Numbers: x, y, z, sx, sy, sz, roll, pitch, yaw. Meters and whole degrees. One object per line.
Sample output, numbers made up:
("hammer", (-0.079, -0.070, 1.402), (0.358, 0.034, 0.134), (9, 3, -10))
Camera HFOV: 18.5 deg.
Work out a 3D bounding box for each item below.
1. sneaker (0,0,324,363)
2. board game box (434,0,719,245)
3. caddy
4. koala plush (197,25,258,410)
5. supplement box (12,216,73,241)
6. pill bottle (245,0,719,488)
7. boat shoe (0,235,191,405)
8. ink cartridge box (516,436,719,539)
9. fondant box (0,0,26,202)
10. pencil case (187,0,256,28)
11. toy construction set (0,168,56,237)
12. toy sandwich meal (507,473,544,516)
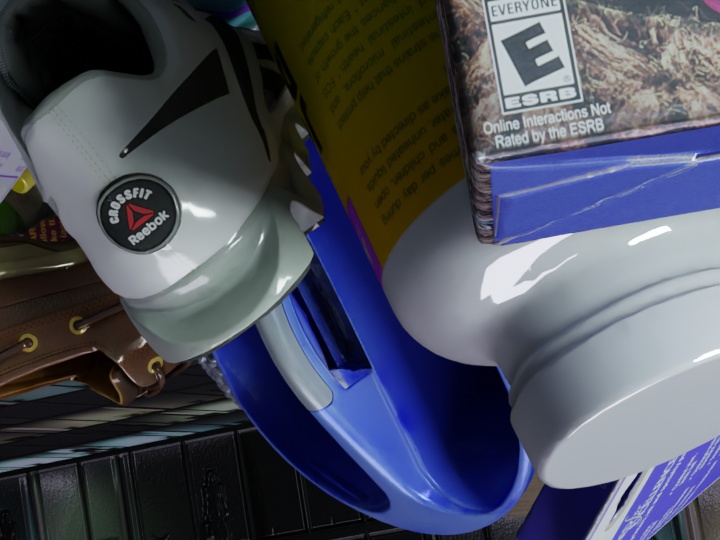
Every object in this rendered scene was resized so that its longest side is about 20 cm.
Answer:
("sneaker", (-0.061, -0.053, 0.619), (0.074, 0.089, 0.200), (-39, -161, 5))
("board game box", (0.086, -0.121, 0.483), (0.159, 0.200, 0.097), (-10, 170, 2))
("caddy", (0.000, 0.000, 0.778), (0.141, 0.200, 0.105), (-6, -152, 44))
("koala plush", (-0.032, -0.067, 0.957), (0.177, 0.184, 0.200), (-23, 147, 16))
("supplement box", (-0.143, -0.040, 1.085), (0.200, 0.103, 0.131), (-2, 171, -42))
("pill bottle", (0.038, -0.047, 0.584), (0.104, 0.200, 0.104), (-21, 157, -9))
("boat shoe", (-0.092, 0.020, 0.856), (0.200, 0.068, 0.072), (-10, 164, -20))
("ink cartridge box", (0.127, 0.030, 0.801), (0.200, 0.043, 0.198), (-35, 157, -42))
("fondant box", (-0.165, -0.013, 0.669), (0.200, 0.058, 0.144), (-55, 176, 3))
("pencil case", (-0.079, -0.127, 0.656), (0.092, 0.085, 0.200), (17, 179, 19))
("toy construction set", (-0.167, -0.048, 0.897), (0.200, 0.131, 0.092), (-35, -169, 48))
("toy sandwich meal", (0.112, 0.024, 0.921), (0.205, 0.070, 0.205), (-27, 157, -12))
